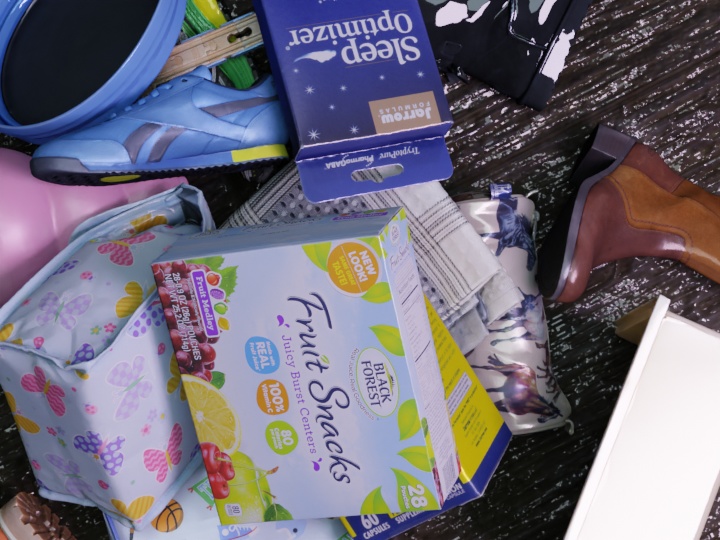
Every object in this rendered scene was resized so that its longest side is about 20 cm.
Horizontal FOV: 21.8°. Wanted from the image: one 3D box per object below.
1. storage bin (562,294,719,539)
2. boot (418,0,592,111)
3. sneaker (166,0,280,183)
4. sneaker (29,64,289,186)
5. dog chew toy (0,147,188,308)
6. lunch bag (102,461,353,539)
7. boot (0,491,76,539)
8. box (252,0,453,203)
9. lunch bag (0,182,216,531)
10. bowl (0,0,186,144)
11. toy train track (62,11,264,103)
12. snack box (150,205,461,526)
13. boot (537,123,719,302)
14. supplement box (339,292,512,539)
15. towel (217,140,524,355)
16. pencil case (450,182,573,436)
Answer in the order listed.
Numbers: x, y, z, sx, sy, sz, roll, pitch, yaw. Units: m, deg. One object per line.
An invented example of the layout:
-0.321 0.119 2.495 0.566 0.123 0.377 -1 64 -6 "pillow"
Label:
0.207 0.138 1.384 0.093 0.199 0.201 22 82 0 "storage bin"
0.101 -0.233 1.469 0.162 0.073 0.199 21 97 -8 "boot"
-0.123 -0.154 1.465 0.085 0.078 0.200 -30 80 3 "sneaker"
-0.148 -0.106 1.365 0.199 0.066 0.079 -9 90 -23 "sneaker"
-0.227 -0.040 1.418 0.199 0.125 0.125 -11 84 -15 "dog chew toy"
-0.092 0.188 1.421 0.199 0.076 0.161 -19 80 -7 "lunch bag"
-0.230 0.276 1.410 0.107 0.075 0.200 -41 88 6 "boot"
-0.006 -0.155 1.382 0.121 0.032 0.201 -11 75 -16 "box"
-0.164 0.057 1.365 0.127 0.170 0.200 16 47 30 "lunch bag"
-0.217 -0.185 1.417 0.200 0.039 0.201 -17 56 26 "bowl"
-0.133 -0.164 1.412 0.199 0.033 0.115 -22 80 4 "toy train track"
-0.034 0.067 1.273 0.168 0.068 0.201 -6 110 20 "snack box"
0.245 -0.007 1.444 0.200 0.069 0.188 28 40 -2 "boot"
0.006 0.082 1.364 0.109 0.110 0.200 -30 98 25 "supplement box"
0.000 0.000 1.424 0.192 0.035 0.200 -39 85 22 "towel"
0.111 0.035 1.450 0.089 0.078 0.201 -11 84 9 "pencil case"
